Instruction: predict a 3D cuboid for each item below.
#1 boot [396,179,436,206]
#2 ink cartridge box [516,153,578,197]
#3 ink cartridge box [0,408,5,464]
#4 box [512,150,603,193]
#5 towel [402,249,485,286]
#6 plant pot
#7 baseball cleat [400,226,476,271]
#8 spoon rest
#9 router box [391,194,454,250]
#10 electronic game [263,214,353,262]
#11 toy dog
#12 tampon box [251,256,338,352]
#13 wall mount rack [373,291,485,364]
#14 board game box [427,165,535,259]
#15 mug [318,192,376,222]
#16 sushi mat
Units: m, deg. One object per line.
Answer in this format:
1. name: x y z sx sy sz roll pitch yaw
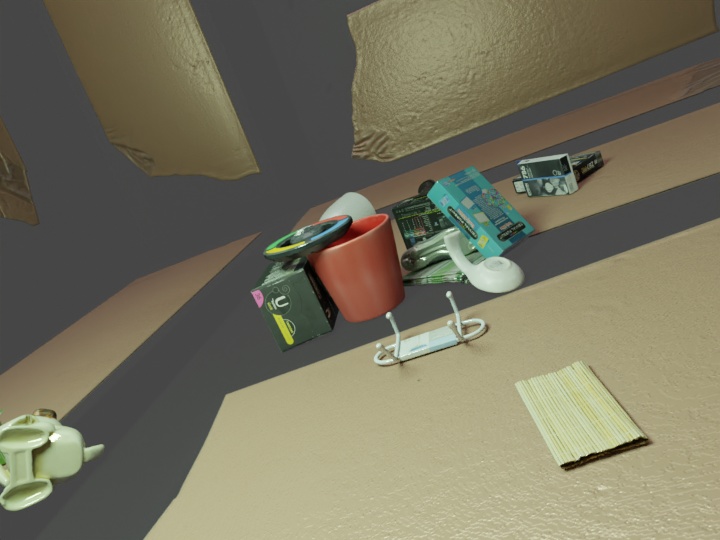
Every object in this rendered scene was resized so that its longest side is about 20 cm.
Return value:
1. boot: 0.197 -0.246 2.242 0.173 0.070 0.200 -26 17 -19
2. ink cartridge box: 0.483 -0.249 1.749 0.039 0.100 0.200 -29 15 -22
3. ink cartridge box: -0.849 0.391 1.444 0.147 0.076 0.200 -27 13 -16
4. box: 0.553 -0.276 1.849 0.161 0.049 0.199 -33 17 -32
5. towel: 0.195 -0.004 1.435 0.149 0.031 0.199 -30 13 -37
6. plant pot: 0.000 0.000 1.390 0.199 0.179 0.201 -20 14 5
7. baseball cleat: 0.183 -0.060 1.468 0.198 0.070 0.106 -18 12 20
8. spoon rest: 0.235 -0.009 1.272 0.099 0.061 0.200 -20 36 -20
9. router box: 0.189 -0.107 1.559 0.199 0.151 0.062 -10 18 38
10. electronic game: -0.108 -0.070 1.361 0.198 0.042 0.200 -22 14 6
11. toy dog: -0.582 0.316 1.195 0.193 0.141 0.199 -15 8 -32
12. tampon box: -0.135 0.056 1.433 0.125 0.151 0.200 -23 13 10
13. wall mount rack: 0.101 0.101 1.069 0.198 0.075 0.174 -20 14 12
14. board game box: 0.257 -0.123 1.399 0.151 0.200 0.047 -27 -19 -45
15. mug: -0.034 -0.131 2.054 0.199 0.149 0.175 23 46 27
16. sushi mat: 0.246 0.159 0.760 0.095 0.012 0.200 -22 14 5
